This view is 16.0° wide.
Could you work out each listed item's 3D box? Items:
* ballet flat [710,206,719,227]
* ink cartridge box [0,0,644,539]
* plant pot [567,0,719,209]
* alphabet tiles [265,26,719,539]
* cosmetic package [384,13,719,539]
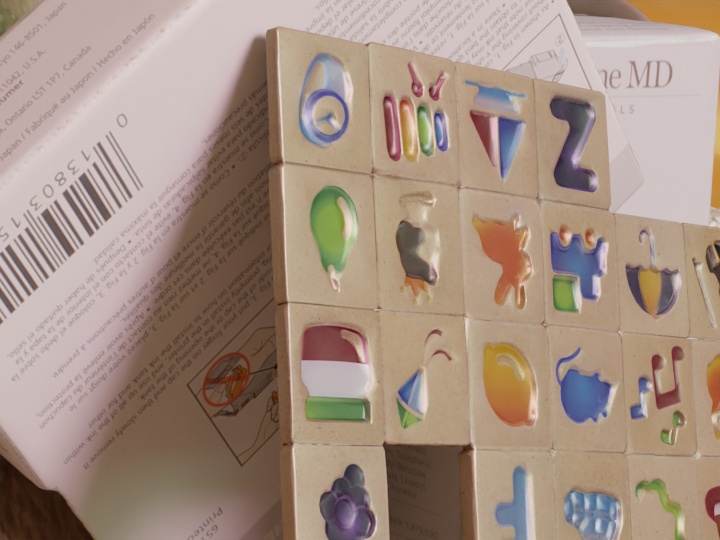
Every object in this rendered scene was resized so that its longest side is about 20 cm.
[{"bbox_3d":[0.064,-0.028,0.918,0.064,0.200,0.076,-29,143,-39],"label":"ballet flat"},{"bbox_3d":[-0.023,-0.021,0.676,0.045,0.200,0.176,34,-19,38],"label":"ink cartridge box"},{"bbox_3d":[0.134,-0.038,1.038,0.183,0.200,0.201,9,64,-46],"label":"plant pot"},{"bbox_3d":[0.048,0.031,0.676,0.200,0.008,0.168,6,78,-48],"label":"alphabet tiles"},{"bbox_3d":[0.049,0.022,0.795,0.101,0.074,0.201,-6,104,-37],"label":"cosmetic package"}]
